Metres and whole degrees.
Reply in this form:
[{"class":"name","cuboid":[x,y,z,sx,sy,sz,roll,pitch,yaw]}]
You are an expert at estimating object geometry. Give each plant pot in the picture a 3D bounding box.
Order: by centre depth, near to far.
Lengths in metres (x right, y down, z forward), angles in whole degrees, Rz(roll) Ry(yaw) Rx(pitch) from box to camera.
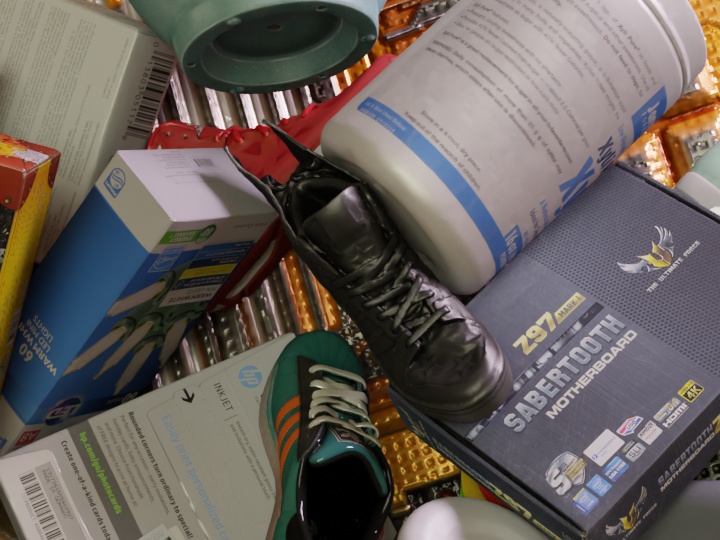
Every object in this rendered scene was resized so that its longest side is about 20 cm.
[{"class":"plant pot","cuboid":[-0.058,-0.188,1.012,0.199,0.200,0.135,-14,72,10]}]

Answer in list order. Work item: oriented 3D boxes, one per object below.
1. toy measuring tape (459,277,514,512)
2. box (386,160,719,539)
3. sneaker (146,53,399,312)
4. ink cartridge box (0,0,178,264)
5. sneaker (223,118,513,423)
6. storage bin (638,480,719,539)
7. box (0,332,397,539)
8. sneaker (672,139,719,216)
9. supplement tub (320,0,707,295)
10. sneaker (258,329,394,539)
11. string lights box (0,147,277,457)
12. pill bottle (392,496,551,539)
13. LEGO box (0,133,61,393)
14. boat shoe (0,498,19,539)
[{"class":"toy measuring tape","cuboid":[0.098,0.089,1.008,0.073,0.074,0.201,2,70,13]},{"class":"box","cuboid":[0.137,0.048,0.947,0.200,0.051,0.158,-42,49,-15]},{"class":"sneaker","cuboid":[-0.064,-0.082,1.066,0.116,0.078,0.200,44,91,15]},{"class":"ink cartridge box","cuboid":[-0.223,-0.106,1.117,0.199,0.057,0.163,26,100,36]},{"class":"sneaker","cuboid":[0.002,-0.002,0.939,0.060,0.104,0.200,-39,44,-3]},{"class":"storage bin","cuboid":[0.177,0.201,0.936,0.134,0.145,0.201,2,81,24]},{"class":"box","cuboid":[-0.095,0.145,1.008,0.199,0.041,0.156,-24,75,-19]},{"class":"sneaker","cuboid":[0.291,-0.025,0.975,0.200,0.074,0.118,43,89,15]},{"class":"supplement tub","cuboid":[0.087,-0.096,0.986,0.200,0.132,0.132,-42,74,-9]},{"class":"sneaker","cuboid":[-0.013,0.104,0.959,0.071,0.080,0.201,18,46,-20]},{"class":"string lights box","cuboid":[-0.147,0.019,1.015,0.059,0.103,0.200,49,118,20]},{"class":"pill bottle","cuboid":[0.033,0.229,0.940,0.112,0.112,0.201,38,121,16]},{"class":"LEGO box","cuboid":[-0.268,0.010,0.952,0.148,0.077,0.201,17,104,1]},{"class":"boat shoe","cuboid":[-0.231,0.137,1.068,0.199,0.066,0.074,31,69,20]}]
